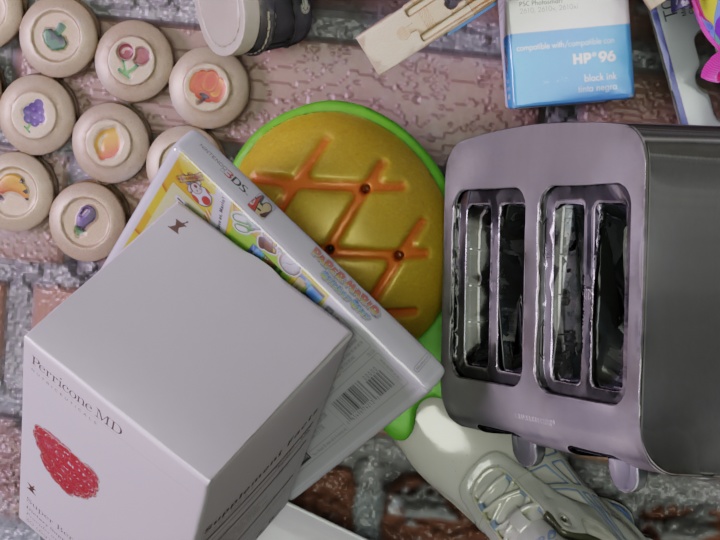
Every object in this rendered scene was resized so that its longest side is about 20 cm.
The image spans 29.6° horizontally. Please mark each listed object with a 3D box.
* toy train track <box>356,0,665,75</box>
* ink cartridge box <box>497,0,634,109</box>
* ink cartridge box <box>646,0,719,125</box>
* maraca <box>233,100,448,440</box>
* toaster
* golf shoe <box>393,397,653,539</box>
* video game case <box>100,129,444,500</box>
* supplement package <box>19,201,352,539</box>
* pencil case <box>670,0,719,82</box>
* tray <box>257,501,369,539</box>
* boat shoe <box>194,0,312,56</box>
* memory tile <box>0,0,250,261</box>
[{"bbox_3d":[0.087,-0.163,0.684,0.199,0.033,0.115,-32,100,12],"label":"toy train track"},{"bbox_3d":[0.107,-0.192,0.751,0.067,0.116,0.202,-4,97,5],"label":"ink cartridge box"},{"bbox_3d":[0.270,-0.133,0.780,0.199,0.041,0.201,-16,95,7],"label":"ink cartridge box"},{"bbox_3d":[0.000,0.000,0.789,0.136,0.107,0.201,-27,95,14],"label":"maraca"},{"bbox_3d":[0.137,0.007,0.706,0.118,0.180,0.202,1,92,-29],"label":"toaster"},{"bbox_3d":[0.099,0.136,0.801,0.200,0.097,0.078,38,100,2],"label":"golf shoe"},{"bbox_3d":[-0.064,0.035,0.776,0.182,0.200,0.023,44,55,0],"label":"video game case"},{"bbox_3d":[-0.103,0.087,0.741,0.121,0.120,0.201,36,144,12],"label":"supplement package"},{"bbox_3d":[0.260,-0.164,0.695,0.199,0.088,0.089,-18,95,-6],"label":"pencil case"},{"bbox_3d":[-0.074,0.187,0.861,0.199,0.022,0.108,24,97,3],"label":"tray"},{"bbox_3d":[-0.069,-0.227,0.805,0.062,0.072,0.202,-8,91,-37],"label":"boat shoe"},{"bbox_3d":[-0.177,-0.088,0.842,0.199,0.017,0.154,19,98,3],"label":"memory tile"}]
